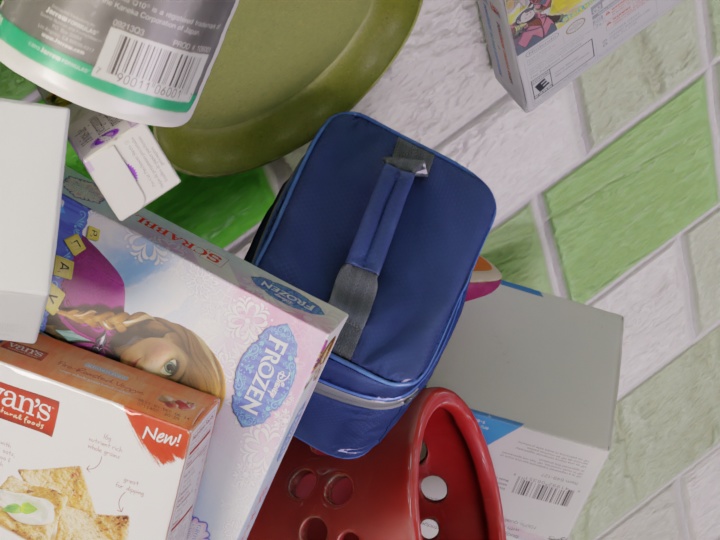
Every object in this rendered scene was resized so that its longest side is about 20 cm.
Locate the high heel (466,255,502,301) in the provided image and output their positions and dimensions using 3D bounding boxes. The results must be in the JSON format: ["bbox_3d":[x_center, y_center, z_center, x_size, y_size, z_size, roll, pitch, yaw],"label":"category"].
[{"bbox_3d":[0.013,0.026,1.926,0.200,0.067,0.096,-2,126,-44],"label":"high heel"}]

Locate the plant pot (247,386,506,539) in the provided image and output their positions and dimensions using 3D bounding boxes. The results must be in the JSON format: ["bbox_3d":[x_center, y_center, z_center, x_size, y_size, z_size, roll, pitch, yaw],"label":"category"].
[{"bbox_3d":[-0.010,0.191,1.905,0.182,0.201,0.200,-8,160,18],"label":"plant pot"}]

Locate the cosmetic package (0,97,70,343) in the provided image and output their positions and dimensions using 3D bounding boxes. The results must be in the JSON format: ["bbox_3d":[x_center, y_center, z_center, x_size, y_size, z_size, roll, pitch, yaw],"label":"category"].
[{"bbox_3d":[-0.199,-0.024,1.445,0.071,0.102,0.200,7,171,-7],"label":"cosmetic package"}]

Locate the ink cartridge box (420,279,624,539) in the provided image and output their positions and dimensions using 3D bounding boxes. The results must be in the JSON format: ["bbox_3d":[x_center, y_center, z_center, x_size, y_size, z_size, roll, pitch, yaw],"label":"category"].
[{"bbox_3d":[0.100,0.129,2.066,0.147,0.145,0.200,16,135,-5],"label":"ink cartridge box"}]

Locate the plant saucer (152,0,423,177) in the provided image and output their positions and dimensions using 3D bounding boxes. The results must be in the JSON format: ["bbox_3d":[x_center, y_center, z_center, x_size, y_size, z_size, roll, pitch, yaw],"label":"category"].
[{"bbox_3d":[-0.050,-0.140,1.638,0.200,0.031,0.200,-31,154,-17],"label":"plant saucer"}]

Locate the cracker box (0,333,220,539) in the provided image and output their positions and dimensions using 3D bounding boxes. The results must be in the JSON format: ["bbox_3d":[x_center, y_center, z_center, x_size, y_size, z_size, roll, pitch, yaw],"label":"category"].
[{"bbox_3d":[-0.174,0.150,1.615,0.058,0.134,0.200,-48,154,-66],"label":"cracker box"}]

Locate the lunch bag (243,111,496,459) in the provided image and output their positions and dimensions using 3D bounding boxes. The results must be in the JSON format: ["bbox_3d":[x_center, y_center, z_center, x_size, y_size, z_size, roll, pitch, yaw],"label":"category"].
[{"bbox_3d":[0.000,0.000,1.704,0.200,0.136,0.132,-68,-172,-31],"label":"lunch bag"}]

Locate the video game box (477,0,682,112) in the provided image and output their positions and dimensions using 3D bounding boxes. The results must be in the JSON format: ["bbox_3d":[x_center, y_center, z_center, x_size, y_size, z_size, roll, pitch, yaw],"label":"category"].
[{"bbox_3d":[0.166,-0.216,1.784,0.200,0.047,0.182,-36,156,-8],"label":"video game box"}]

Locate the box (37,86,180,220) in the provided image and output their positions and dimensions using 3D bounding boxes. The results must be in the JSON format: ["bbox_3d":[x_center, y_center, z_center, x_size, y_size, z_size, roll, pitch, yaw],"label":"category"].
[{"bbox_3d":[-0.139,-0.075,1.463,0.039,0.200,0.041,-33,111,-4],"label":"box"}]

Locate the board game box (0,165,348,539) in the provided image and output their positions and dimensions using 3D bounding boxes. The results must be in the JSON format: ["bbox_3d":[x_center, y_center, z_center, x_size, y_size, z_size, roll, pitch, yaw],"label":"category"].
[{"bbox_3d":[-0.135,0.069,1.630,0.200,0.199,0.041,-67,172,23],"label":"board game box"}]

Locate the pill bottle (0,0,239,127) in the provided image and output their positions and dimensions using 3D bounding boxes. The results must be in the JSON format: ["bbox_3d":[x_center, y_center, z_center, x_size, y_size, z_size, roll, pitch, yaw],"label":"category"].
[{"bbox_3d":[-0.103,-0.183,1.364,0.113,0.113,0.200,6,111,-56],"label":"pill bottle"}]
